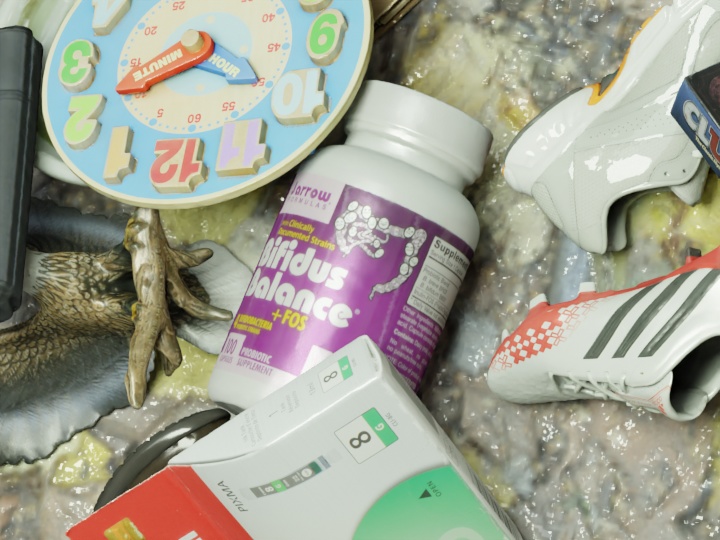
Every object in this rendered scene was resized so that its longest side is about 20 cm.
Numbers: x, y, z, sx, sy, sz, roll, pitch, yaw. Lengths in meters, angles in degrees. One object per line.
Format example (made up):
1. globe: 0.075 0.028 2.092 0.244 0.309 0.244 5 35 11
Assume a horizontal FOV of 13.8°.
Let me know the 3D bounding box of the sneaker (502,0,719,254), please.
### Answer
1. sneaker: 0.180 -0.088 1.649 0.200 0.076 0.092 -43 72 12

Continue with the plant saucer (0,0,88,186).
1. plant saucer: -0.122 -0.129 1.749 0.200 0.050 0.201 -9 60 17

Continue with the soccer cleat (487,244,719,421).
1. soccer cleat: 0.148 0.047 1.589 0.200 0.069 0.085 -23 56 35

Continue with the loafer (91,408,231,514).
1. loafer: -0.119 0.163 1.673 0.071 0.073 0.200 41 112 16

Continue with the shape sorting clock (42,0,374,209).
1. shape sorting clock: -0.089 -0.122 1.679 0.199 0.039 0.200 -9 61 17

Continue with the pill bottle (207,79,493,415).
1. pill bottle: 0.000 0.000 1.661 0.112 0.112 0.200 18 81 25

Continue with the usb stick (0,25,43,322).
1. usb stick: -0.211 -0.055 1.682 0.055 0.033 0.200 -9 53 13

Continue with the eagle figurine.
1. eagle figurine: -0.176 0.018 1.733 0.200 0.151 0.152 -19 20 46

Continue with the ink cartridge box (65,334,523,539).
1. ink cartridge box: -0.033 0.149 1.605 0.200 0.161 0.050 -34 31 7

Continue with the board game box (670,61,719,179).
1. board game box: 0.284 -0.080 1.568 0.200 0.035 0.136 -25 63 -21

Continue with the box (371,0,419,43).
1. box: -0.048 -0.210 1.792 0.163 0.021 0.200 -44 65 5
